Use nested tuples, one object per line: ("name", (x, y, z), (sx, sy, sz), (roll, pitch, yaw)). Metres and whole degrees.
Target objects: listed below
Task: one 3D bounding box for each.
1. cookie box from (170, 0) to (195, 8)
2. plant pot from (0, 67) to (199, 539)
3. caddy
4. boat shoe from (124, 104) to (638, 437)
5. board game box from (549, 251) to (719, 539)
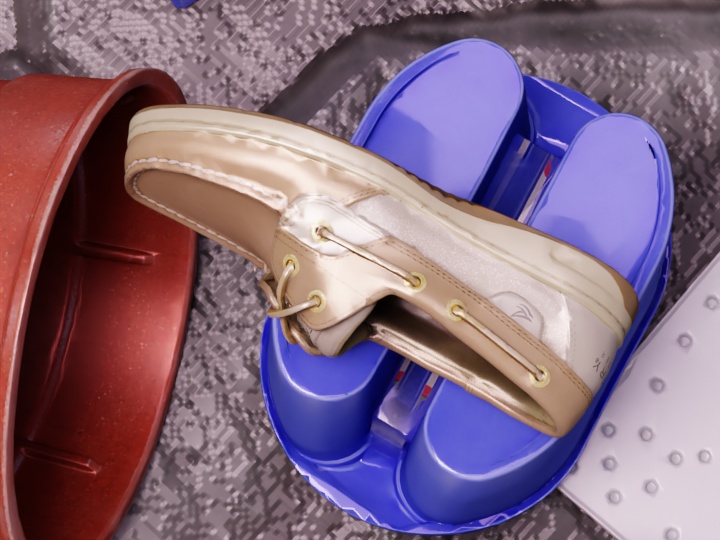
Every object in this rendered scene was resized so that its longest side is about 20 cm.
("cookie box", (-0.114, -0.227, 1.042), (0.075, 0.171, 0.200), (-34, 78, -3))
("plant pot", (-0.187, 0.004, 0.989), (0.194, 0.201, 0.202), (11, 77, 13))
("caddy", (0.044, 0.007, 1.012), (0.141, 0.105, 0.201), (28, 77, 6))
("boat shoe", (0.000, 0.000, 0.920), (0.199, 0.074, 0.067), (21, 71, 5))
("board game box", (0.211, 0.072, 1.031), (0.200, 0.026, 0.200), (40, 82, 11))
